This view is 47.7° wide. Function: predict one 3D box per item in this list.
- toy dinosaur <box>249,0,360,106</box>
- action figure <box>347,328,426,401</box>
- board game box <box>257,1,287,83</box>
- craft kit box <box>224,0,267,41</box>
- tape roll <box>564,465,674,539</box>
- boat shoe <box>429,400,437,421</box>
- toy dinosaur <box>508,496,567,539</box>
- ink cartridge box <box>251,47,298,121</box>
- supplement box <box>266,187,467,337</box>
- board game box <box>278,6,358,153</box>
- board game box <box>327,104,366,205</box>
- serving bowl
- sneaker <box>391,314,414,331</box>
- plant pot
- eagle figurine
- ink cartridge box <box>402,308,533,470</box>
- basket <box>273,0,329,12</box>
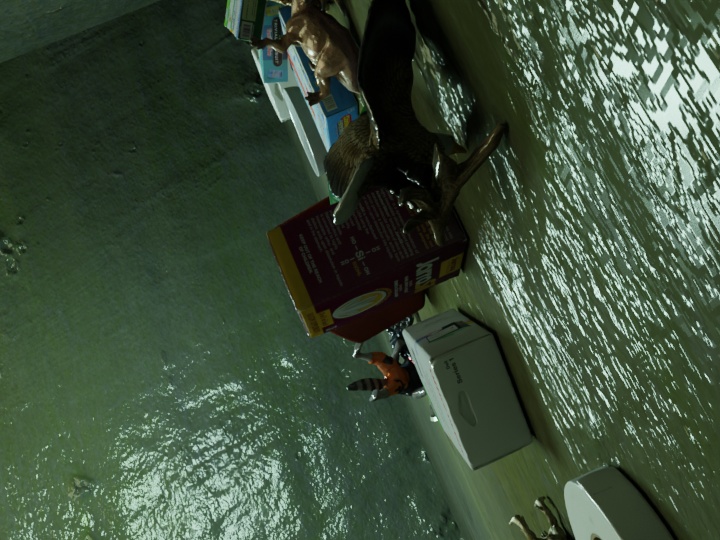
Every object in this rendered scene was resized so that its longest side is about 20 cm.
[{"bbox_3d":[-0.043,-0.297,1.034,0.200,0.135,0.086,47,-136,-18],"label":"toy dinosaur"},{"bbox_3d":[0.062,0.190,1.591,0.193,0.105,0.200,14,-150,-41],"label":"action figure"},{"bbox_3d":[-0.163,-0.454,1.463,0.201,0.047,0.152,-105,13,-46],"label":"board game box"},{"bbox_3d":[-0.181,-0.487,1.330,0.198,0.048,0.201,-127,45,-61],"label":"craft kit box"},{"bbox_3d":[0.230,0.260,0.667,0.203,0.037,0.204,158,90,-86],"label":"tape roll"},{"bbox_3d":[0.145,0.199,1.275,0.201,0.071,0.061,123,129,-77],"label":"boat shoe"},{"bbox_3d":[0.236,0.332,0.993,0.101,0.058,0.200,48,175,29],"label":"toy dinosaur"},{"bbox_3d":[-0.196,-0.471,2.002,0.200,0.084,0.145,-118,6,-60],"label":"ink cartridge box"},{"bbox_3d":[0.008,-0.018,0.927,0.131,0.199,0.104,79,167,-71],"label":"supplement box"},{"bbox_3d":[-0.064,-0.308,1.345,0.196,0.056,0.201,84,163,-78],"label":"board game box"},{"bbox_3d":[0.003,-0.132,0.979,0.029,0.135,0.200,23,171,4],"label":"board game box"},{"bbox_3d":[-0.100,-0.307,1.750,0.200,0.065,0.201,157,90,-87],"label":"serving bowl"},{"bbox_3d":[0.059,0.022,1.618,0.083,0.072,0.201,-16,-102,-60],"label":"sneaker"},{"bbox_3d":[0.000,0.000,1.335,0.176,0.199,0.200,56,-174,-46],"label":"plant pot"},{"bbox_3d":[0.027,-0.119,0.692,0.200,0.151,0.151,59,-167,30],"label":"eagle figurine"},{"bbox_3d":[0.129,0.141,1.024,0.200,0.084,0.146,-138,25,-82],"label":"ink cartridge box"},{"bbox_3d":[-0.139,-0.412,1.140,0.200,0.142,0.150,-121,10,-67],"label":"basket"}]
